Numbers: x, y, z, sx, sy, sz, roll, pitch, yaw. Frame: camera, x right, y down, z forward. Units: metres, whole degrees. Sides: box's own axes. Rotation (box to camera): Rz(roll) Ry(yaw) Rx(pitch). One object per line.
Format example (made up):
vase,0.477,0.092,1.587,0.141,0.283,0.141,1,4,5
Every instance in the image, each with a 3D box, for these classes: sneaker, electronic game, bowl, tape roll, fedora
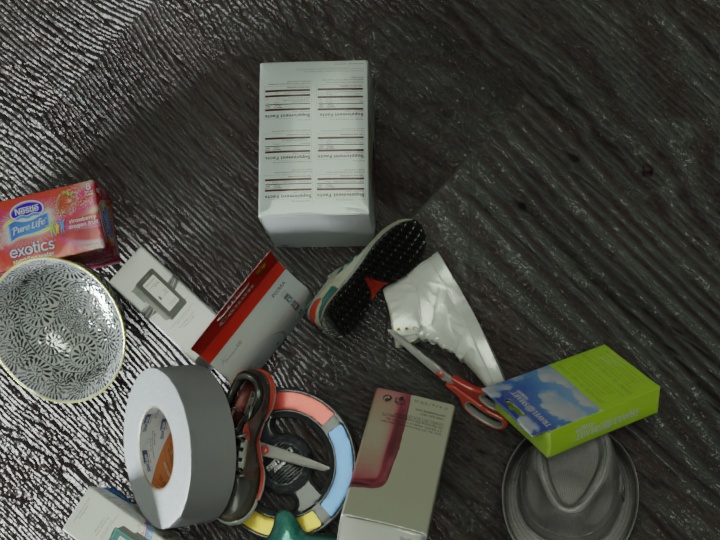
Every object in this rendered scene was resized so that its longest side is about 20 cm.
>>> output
sneaker,0.105,0.090,1.724,0.115,0.074,0.202,-30,72,2
sneaker,-0.161,0.220,1.641,0.076,0.082,0.203,5,78,14
electronic game,-0.101,0.257,1.714,0.196,0.042,0.204,-1,79,4
bowl,-0.387,0.066,1.728,0.197,0.094,0.204,5,108,14
tape roll,-0.233,0.223,1.644,0.065,0.199,0.204,-1,76,-34
fedora,0.266,0.264,1.630,0.174,0.091,0.202,12,56,14
sneaker,0.000,0.001,1.735,0.200,0.093,0.071,-48,119,-16

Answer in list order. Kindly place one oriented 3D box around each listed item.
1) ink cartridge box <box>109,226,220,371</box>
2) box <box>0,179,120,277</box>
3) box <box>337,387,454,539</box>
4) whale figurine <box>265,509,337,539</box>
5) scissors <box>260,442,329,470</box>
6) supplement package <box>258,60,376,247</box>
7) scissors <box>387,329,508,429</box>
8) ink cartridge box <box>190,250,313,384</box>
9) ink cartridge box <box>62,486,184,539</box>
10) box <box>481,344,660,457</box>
ink cartridge box,-0.262,0.041,1.729,0.200,0.116,0.068,42,83,11
box,-0.439,-0.045,1.767,0.197,0.096,0.101,-13,77,1
box,0.044,0.270,1.616,0.107,0.129,0.202,13,46,6
whale figurine,-0.036,0.386,1.643,0.199,0.104,0.160,33,82,-3
scissors,-0.135,0.226,1.690,0.197,0.014,0.074,-2,75,13
supplement package,-0.054,-0.149,1.713,0.144,0.191,0.204,-1,80,3
scissors,0.113,0.147,1.706,0.198,0.074,0.014,29,53,6
ink cartridge box,-0.135,0.068,1.672,0.047,0.200,0.161,38,83,12
ink cartridge box,-0.274,0.363,1.667,0.199,0.116,0.068,33,83,9
box,0.265,0.165,1.637,0.197,0.048,0.122,-17,33,-24
